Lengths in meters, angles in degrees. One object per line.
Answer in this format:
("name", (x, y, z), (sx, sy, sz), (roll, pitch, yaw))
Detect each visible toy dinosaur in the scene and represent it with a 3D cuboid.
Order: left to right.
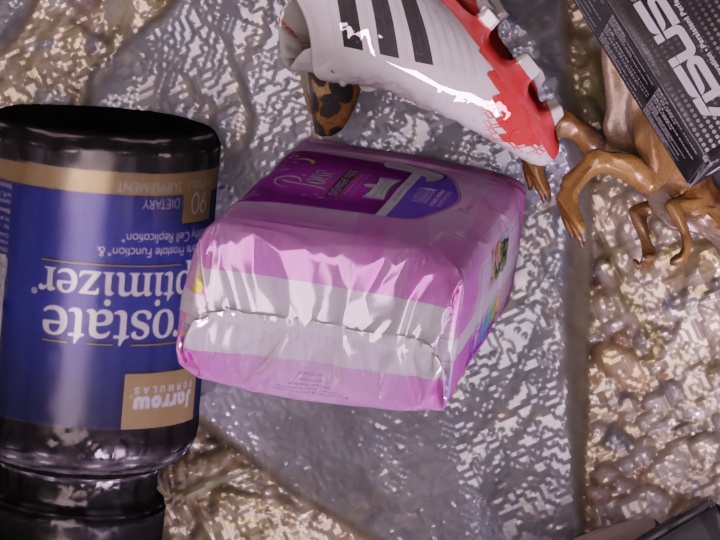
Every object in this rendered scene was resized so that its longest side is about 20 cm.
("toy dinosaur", (0.127, -0.068, 1.320), (0.106, 0.060, 0.201), (-28, 105, -8))

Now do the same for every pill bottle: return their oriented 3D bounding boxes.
("pill bottle", (-0.126, 0.029, 1.329), (0.111, 0.112, 0.201), (6, 100, 6))

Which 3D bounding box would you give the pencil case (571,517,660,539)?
("pencil case", (0.144, 0.209, 1.314), (0.089, 0.078, 0.201), (-31, 72, 3))

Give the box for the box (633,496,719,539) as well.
("box", (0.137, 0.224, 1.247), (0.159, 0.046, 0.201), (-31, 72, 7))

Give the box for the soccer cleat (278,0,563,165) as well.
("soccer cleat", (0.012, -0.104, 1.258), (0.085, 0.069, 0.200), (-39, 124, 12))

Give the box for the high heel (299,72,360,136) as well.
("high heel", (0.046, -0.153, 1.300), (0.142, 0.071, 0.201), (9, 95, 7))

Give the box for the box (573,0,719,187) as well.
("box", (0.173, -0.168, 1.244), (0.193, 0.048, 0.201), (-28, 82, -13))

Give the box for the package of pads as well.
("package of pads", (0.000, 0.000, 1.265), (0.120, 0.200, 0.076), (11, 105, 8))
